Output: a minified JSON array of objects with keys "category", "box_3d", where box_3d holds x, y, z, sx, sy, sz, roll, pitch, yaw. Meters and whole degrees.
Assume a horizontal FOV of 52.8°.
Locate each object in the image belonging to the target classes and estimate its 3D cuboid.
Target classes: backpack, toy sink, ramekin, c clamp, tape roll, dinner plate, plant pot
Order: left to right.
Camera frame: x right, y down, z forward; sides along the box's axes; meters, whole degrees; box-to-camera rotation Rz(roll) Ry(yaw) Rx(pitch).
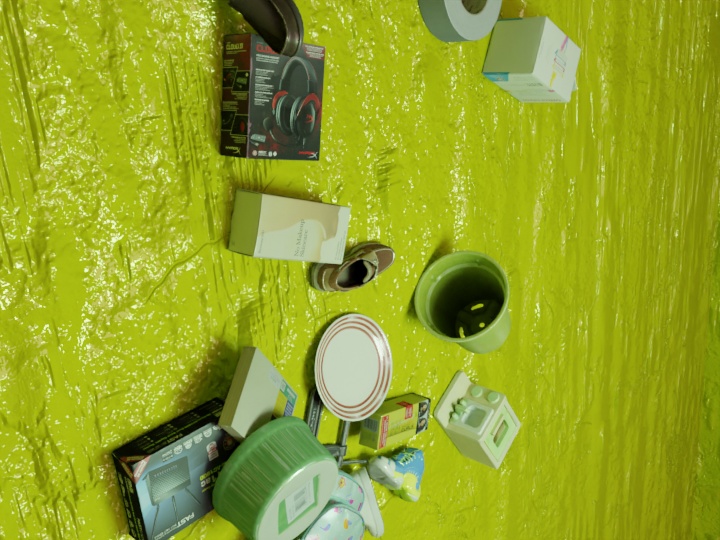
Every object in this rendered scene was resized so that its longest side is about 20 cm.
[{"category":"ramekin","box_3d":[-0.128,0.345,1.164,0.199,0.097,0.201,-33,141,-32]},{"category":"backpack","box_3d":[-0.082,0.448,1.309,0.176,0.153,0.201,38,68,-39]},{"category":"c clamp","box_3d":[-0.045,0.291,1.403,0.170,0.027,0.202,-1,102,-42]},{"category":"dinner plate","box_3d":[-0.015,0.184,1.381,0.199,0.024,0.202,7,80,-43]},{"category":"tape roll","box_3d":[0.197,-0.552,1.416,0.199,0.066,0.202,-15,111,-45]},{"category":"plant pot","box_3d":[0.238,0.088,1.549,0.201,0.199,0.184,-63,148,-14]},{"category":"toy sink","box_3d":[0.279,0.349,1.695,0.131,0.112,0.200,-54,133,-23]}]

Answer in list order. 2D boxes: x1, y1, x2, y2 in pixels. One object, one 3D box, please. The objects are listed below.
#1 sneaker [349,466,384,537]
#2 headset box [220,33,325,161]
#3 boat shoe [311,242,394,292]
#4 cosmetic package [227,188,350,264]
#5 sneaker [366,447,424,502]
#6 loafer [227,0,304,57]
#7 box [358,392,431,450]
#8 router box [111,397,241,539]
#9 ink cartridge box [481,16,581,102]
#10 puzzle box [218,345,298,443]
[{"category":"sneaker","box_3d":[-0.007,0.478,1.471,0.084,0.073,0.201,-21,126,-8]},{"category":"headset box","box_3d":[-0.134,-0.274,1.122,0.148,0.075,0.202,-5,104,-45]},{"category":"boat shoe","box_3d":[0.000,0.000,1.338,0.199,0.071,0.076,-23,116,-41]},{"category":"cosmetic package","box_3d":[-0.114,-0.070,1.199,0.199,0.071,0.106,2,99,-47]},{"category":"sneaker","box_3d":[0.079,0.410,1.538,0.200,0.075,0.106,56,48,-47]},{"category":"loafer","box_3d":[-0.155,-0.377,1.023,0.071,0.073,0.200,-28,74,-37]},{"category":"box","box_3d":[0.073,0.307,1.489,0.199,0.050,0.076,-1,99,-55]},{"category":"router box","box_3d":[-0.273,0.311,1.130,0.199,0.062,0.151,-24,118,-41]},{"category":"ink cartridge box","box_3d":[0.384,-0.454,1.595,0.199,0.128,0.126,14,89,-48]},{"category":"puzzle box","box_3d":[-0.162,0.227,1.191,0.200,0.025,0.134,64,35,-54]}]
